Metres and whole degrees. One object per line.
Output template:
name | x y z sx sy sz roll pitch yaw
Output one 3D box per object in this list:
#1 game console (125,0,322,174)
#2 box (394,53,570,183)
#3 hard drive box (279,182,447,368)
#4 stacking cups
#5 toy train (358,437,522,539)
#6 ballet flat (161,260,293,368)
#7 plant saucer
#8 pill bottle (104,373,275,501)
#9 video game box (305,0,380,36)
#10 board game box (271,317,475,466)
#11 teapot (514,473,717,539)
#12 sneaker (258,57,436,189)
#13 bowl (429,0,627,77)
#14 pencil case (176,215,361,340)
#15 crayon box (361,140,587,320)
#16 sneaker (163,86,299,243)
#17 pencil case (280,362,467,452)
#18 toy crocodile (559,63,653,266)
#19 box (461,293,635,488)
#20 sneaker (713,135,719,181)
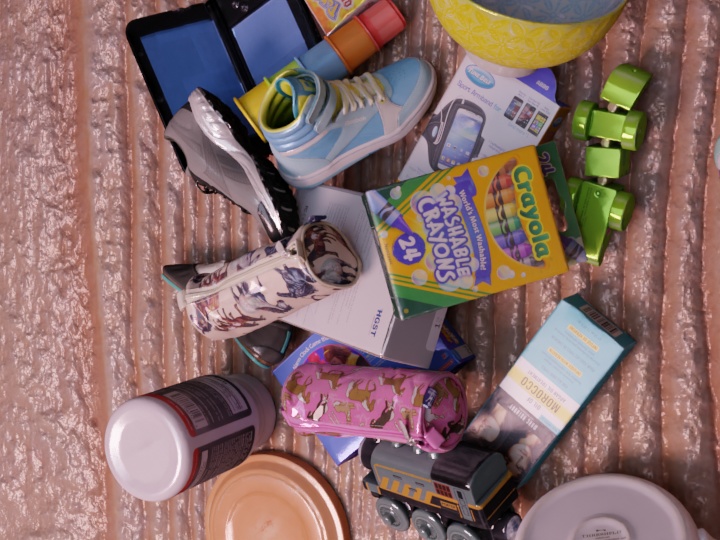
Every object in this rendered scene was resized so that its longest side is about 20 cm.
game console | -0.138 -0.229 1.280 0.172 0.119 0.201 -28 83 34
box | 0.129 -0.135 1.196 0.119 0.041 0.200 37 109 20
hard drive box | 0.000 0.000 1.206 0.200 0.077 0.157 17 89 45
stacking cups | -0.042 -0.222 1.235 0.200 0.061 0.061 -38 77 -1
toy train | 0.081 0.226 1.206 0.200 0.085 0.114 10 127 45
ballet flat | -0.150 0.034 1.350 0.200 0.068 0.069 38 97 25
plant saucer | -0.106 0.319 1.377 0.199 0.032 0.201 4 98 28
pill bottle | -0.187 0.183 1.309 0.115 0.200 0.116 3 97 27
video game box | -0.014 -0.387 1.240 0.182 0.047 0.200 -37 78 29
board game box | 0.011 0.105 1.282 0.200 0.045 0.135 -43 76 25
teapot | 0.251 0.307 1.123 0.200 0.197 0.146 23 145 44
sneaker | -0.016 -0.178 1.185 0.200 0.131 0.080 -37 56 -2
bowl | 0.149 -0.253 1.107 0.200 0.200 0.108 36 140 20
pencil case | -0.098 0.011 1.179 0.200 0.089 0.078 -23 53 37
crayon box | 0.114 -0.041 1.092 0.199 0.052 0.126 -16 92 -5
sneaker | -0.136 -0.100 1.230 0.079 0.074 0.200 -40 75 12
pencil case | 0.012 0.141 1.200 0.199 0.086 0.083 1 88 37
toy crocodile | 0.243 -0.103 1.131 0.067 0.062 0.201 15 107 27
box | 0.190 0.127 1.186 0.082 0.049 0.200 40 112 19
sneaker | 0.424 -0.065 1.030 0.199 0.078 0.141 -3 96 38
